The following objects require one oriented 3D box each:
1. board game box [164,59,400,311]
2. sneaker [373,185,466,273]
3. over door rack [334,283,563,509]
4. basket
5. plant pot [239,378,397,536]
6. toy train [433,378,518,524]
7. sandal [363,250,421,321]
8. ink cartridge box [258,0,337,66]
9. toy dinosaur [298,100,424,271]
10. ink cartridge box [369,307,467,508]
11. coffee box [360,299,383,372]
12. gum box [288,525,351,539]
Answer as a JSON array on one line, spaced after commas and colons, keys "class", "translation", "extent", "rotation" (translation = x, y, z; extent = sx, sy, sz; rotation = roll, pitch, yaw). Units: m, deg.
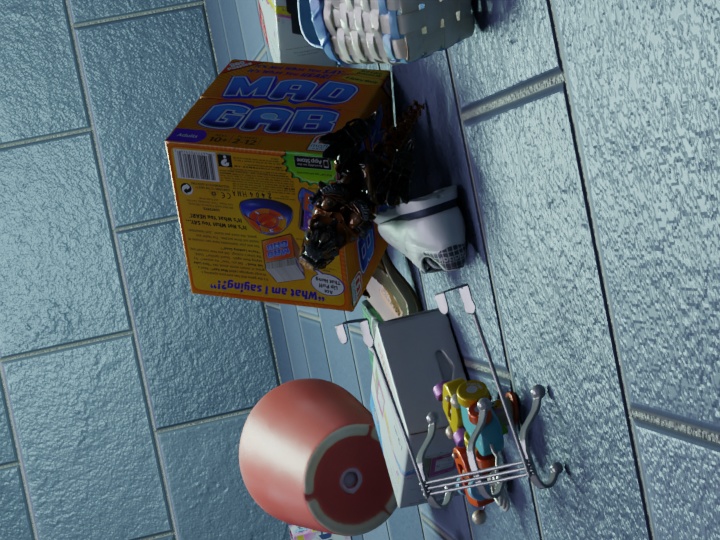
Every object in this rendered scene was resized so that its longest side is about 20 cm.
[{"class": "board game box", "translation": [-0.080, -0.100, 1.708], "extent": [0.200, 0.198, 0.201], "rotation": [-61, -28, -52]}, {"class": "sneaker", "translation": [0.063, -0.035, 1.560], "extent": [0.200, 0.076, 0.081], "rotation": [176, 73, -82]}, {"class": "over door rack", "translation": [0.086, 0.110, 1.353], "extent": [0.147, 0.066, 0.201], "rotation": [-20, 100, 45]}, {"class": "basket", "translation": [0.006, -0.266, 1.328], "extent": [0.199, 0.139, 0.178], "rotation": [24, 131, 41]}, {"class": "plant pot", "translation": [-0.040, 0.251, 1.942], "extent": [0.177, 0.199, 0.203], "rotation": [-165, 63, -67]}, {"class": "toy train", "translation": [0.127, 0.175, 1.490], "extent": [0.200, 0.055, 0.152], "rotation": [138, 114, -80]}, {"class": "sandal", "translation": [0.000, 0.000, 1.830], "extent": [0.201, 0.054, 0.081], "rotation": [54, 140, 20]}, {"class": "ink cartridge box", "translation": [-0.090, -0.379, 2.007], "extent": [0.201, 0.082, 0.146], "rotation": [87, 168, -45]}, {"class": "toy dinosaur", "translation": [-0.001, -0.095, 1.530], "extent": [0.136, 0.101, 0.202], "rotation": [114, 171, -70]}, {"class": "ink cartridge box", "translation": [0.068, 0.159, 1.713], "extent": [0.201, 0.084, 0.146], "rotation": [95, 161, -57]}, {"class": "coffee box", "translation": [0.047, 0.147, 1.952], "extent": [0.123, 0.044, 0.202], "rotation": [-127, 27, -68]}, {"class": "gum box", "translation": [-0.067, 0.597, 2.993], "extent": [0.066, 0.112, 0.202], "rotation": [-138, 37, -74]}]
